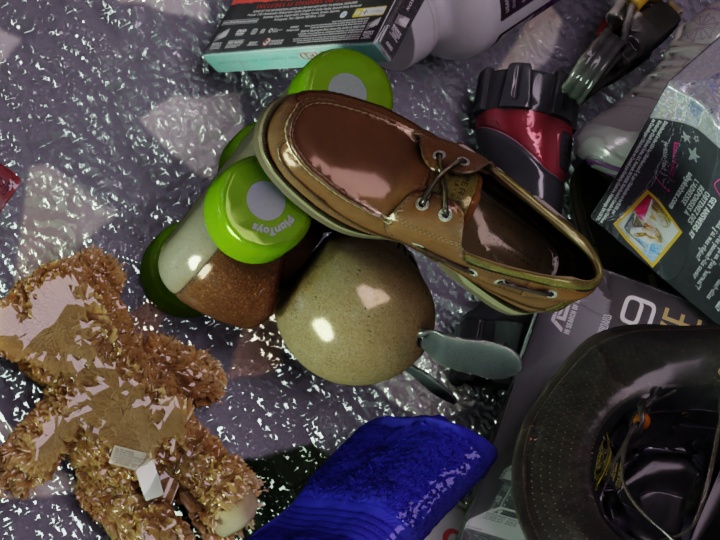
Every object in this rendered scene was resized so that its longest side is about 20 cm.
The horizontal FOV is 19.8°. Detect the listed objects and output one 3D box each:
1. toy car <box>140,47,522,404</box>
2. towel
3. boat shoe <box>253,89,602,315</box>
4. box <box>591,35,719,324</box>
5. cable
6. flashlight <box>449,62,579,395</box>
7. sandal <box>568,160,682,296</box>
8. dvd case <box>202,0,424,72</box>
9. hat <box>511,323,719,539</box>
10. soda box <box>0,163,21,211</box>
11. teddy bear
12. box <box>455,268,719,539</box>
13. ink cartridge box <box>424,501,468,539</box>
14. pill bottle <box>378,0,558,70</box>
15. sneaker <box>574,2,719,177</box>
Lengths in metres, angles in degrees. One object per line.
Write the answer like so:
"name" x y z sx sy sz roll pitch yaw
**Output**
"toy car" 0.000 0.000 1.167 0.200 0.164 0.158 39 67 -8
"towel" -0.027 0.155 1.129 0.200 0.148 0.050 -45 100 -22
"boat shoe" 0.041 -0.041 1.075 0.200 0.068 0.072 26 74 -25
"box" 0.250 -0.082 1.180 0.115 0.132 0.200 40 54 12
"cable" 0.150 -0.142 1.281 0.050 0.097 0.200 45 36 6
"flashlight" 0.091 -0.025 1.272 0.068 0.068 0.200 13 78 -15
"sandal" 0.165 0.021 1.297 0.080 0.057 0.201 9 59 -15
"dvd case" 0.003 -0.201 1.210 0.022 0.146 0.200 45 60 -37
"hat" 0.181 0.122 1.086 0.200 0.081 0.201 -3 57 5
"soda box" -0.267 0.017 1.110 0.063 0.070 0.200 35 67 -10
"teddy bear" -0.136 0.087 1.158 0.200 0.067 0.145 42 75 -15
"box" 0.151 0.109 1.159 0.158 0.050 0.200 21 66 3
"ink cartridge box" 0.041 0.248 1.171 0.145 0.087 0.200 35 68 -12
"pill bottle" 0.080 -0.206 1.280 0.200 0.112 0.113 -35 92 -25
"sneaker" 0.198 -0.114 1.298 0.200 0.075 0.100 -24 121 -47
